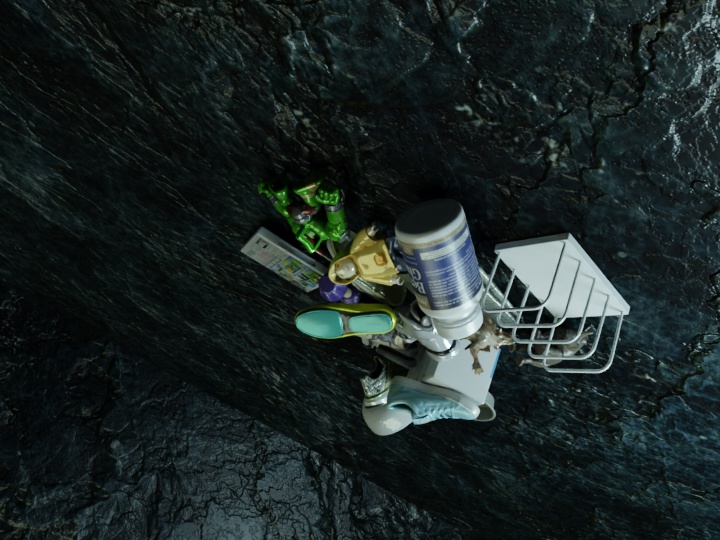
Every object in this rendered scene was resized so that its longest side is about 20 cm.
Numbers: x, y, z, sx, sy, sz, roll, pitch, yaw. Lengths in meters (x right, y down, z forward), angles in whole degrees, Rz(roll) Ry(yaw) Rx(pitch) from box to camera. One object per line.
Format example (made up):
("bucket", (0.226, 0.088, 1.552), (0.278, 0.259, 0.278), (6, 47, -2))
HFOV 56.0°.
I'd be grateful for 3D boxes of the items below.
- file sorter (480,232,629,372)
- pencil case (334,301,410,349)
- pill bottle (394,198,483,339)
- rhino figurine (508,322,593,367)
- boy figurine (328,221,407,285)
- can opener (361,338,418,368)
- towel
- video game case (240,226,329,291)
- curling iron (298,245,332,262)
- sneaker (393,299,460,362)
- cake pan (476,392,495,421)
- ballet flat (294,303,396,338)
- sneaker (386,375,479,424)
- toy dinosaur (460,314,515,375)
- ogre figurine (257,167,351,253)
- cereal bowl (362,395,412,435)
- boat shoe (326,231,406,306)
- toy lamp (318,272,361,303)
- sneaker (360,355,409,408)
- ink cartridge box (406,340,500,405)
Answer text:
("file sorter", (0.302, 0.059, 1.060), (0.199, 0.127, 0.137), (40, 151, -30))
("pencil case", (0.030, 0.111, 1.466), (0.195, 0.089, 0.080), (14, 119, 22))
("pill bottle", (0.130, 0.002, 1.055), (0.109, 0.111, 0.204), (3, 126, 38))
("rhino figurine", (0.354, 0.132, 1.219), (0.085, 0.062, 0.200), (5, 159, -19))
("boy figurine", (0.029, -0.025, 1.161), (0.195, 0.065, 0.127), (-9, 122, 21))
("can opener", (0.066, 0.165, 1.535), (0.065, 0.054, 0.198), (-5, -164, -33))
("towel", (0.181, 0.043, 1.262), (0.199, 0.035, 0.190), (40, 154, -32))
("video game case", (-0.157, -0.019, 1.427), (0.180, 0.022, 0.199), (32, 162, -13))
("curling iron", (-0.034, -0.007, 1.364), (0.196, 0.026, 0.050), (27, 164, -3))
("sneaker", (0.108, 0.089, 1.305), (0.199, 0.075, 0.116), (33, 158, 54))
("cake pan", (0.248, 0.315, 1.696), (0.196, 0.037, 0.202), (21, 154, 10))
("ballet flat", (-0.027, 0.091, 1.300), (0.194, 0.067, 0.069), (-1, 113, 9))
("sneaker", (0.143, 0.283, 1.377), (0.195, 0.083, 0.074), (11, 152, 28))
("toy dinosaur", (0.193, 0.093, 1.220), (0.200, 0.086, 0.136), (47, -170, -9))
("ogre figurine", (-0.089, -0.103, 1.151), (0.196, 0.099, 0.121), (-7, 130, 31))
("cereal bowl", (0.079, 0.296, 1.646), (0.084, 0.201, 0.198), (51, 147, -17))
("boat shoe", (0.000, 0.000, 1.286), (0.200, 0.076, 0.068), (46, 153, -25))
("toy lamp", (-0.040, 0.038, 1.330), (0.057, 0.060, 0.200), (17, 177, 15))
("sneaker", (0.068, 0.225, 1.543), (0.076, 0.199, 0.090), (-10, 111, 43))
("ink cartridge box", (0.188, 0.216, 1.460), (0.123, 0.131, 0.200), (28, 156, -8))
